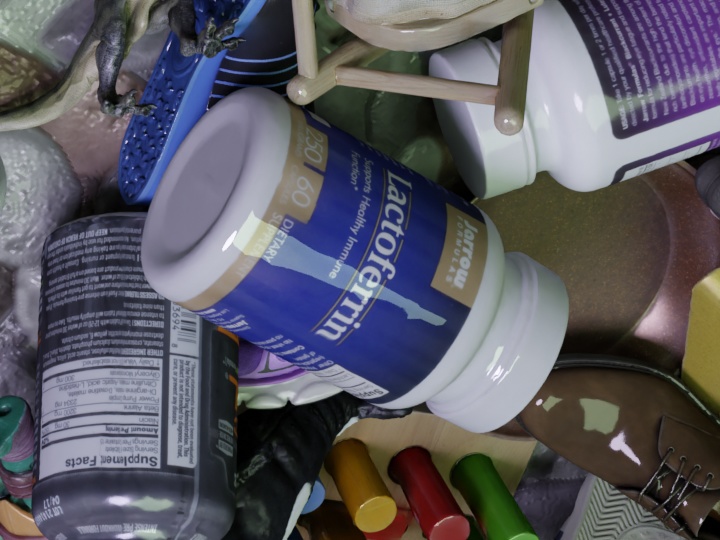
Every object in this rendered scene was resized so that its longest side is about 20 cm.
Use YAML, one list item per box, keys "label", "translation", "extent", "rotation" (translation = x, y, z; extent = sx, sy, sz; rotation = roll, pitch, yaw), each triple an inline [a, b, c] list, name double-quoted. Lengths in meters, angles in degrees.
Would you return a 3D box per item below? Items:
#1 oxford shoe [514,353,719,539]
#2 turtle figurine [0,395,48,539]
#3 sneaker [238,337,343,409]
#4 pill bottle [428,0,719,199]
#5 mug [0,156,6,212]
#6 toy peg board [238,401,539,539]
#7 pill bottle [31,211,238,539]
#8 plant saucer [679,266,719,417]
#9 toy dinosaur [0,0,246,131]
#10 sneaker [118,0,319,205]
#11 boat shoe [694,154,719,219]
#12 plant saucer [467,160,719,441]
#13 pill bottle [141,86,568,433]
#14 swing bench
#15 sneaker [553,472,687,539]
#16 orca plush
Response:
- label: "oxford shoe"
  translation: [0.177, 0.108, 1.568]
  extent: [0.200, 0.084, 0.073]
  rotation: [24, 112, -15]
- label: "turtle figurine"
  translation: [-0.185, 0.146, 1.494]
  extent: [0.149, 0.101, 0.200]
  rotation: [0, 132, 28]
- label: "sneaker"
  translation: [-0.016, 0.022, 1.489]
  extent: [0.199, 0.081, 0.084]
  rotation: [-12, 102, 3]
- label: "pill bottle"
  translation: [0.143, -0.108, 1.449]
  extent: [0.200, 0.111, 0.112]
  rotation: [-19, 127, -10]
- label: "mug"
  translation: [-0.262, -0.058, 1.273]
  extent: [0.200, 0.175, 0.148]
  rotation: [9, 118, -27]
- label: "toy peg board"
  translation: [-0.002, 0.180, 1.588]
  extent: [0.199, 0.098, 0.200]
  rotation: [8, 118, -27]
- label: "pill bottle"
  translation: [-0.116, 0.079, 1.401]
  extent: [0.106, 0.201, 0.106]
  rotation: [0, 162, 0]
- label: "plant saucer"
  translation: [0.285, 0.022, 1.575]
  extent: [0.200, 0.049, 0.200]
  rotation: [-25, 156, -8]
- label: "toy dinosaur"
  translation: [-0.111, -0.121, 1.352]
  extent: [0.047, 0.088, 0.200]
  rotation: [24, 111, -47]
- label: "sneaker"
  translation: [-0.053, -0.110, 1.398]
  extent: [0.078, 0.070, 0.200]
  rotation: [12, 123, -30]
- label: "boat shoe"
  translation: [0.266, -0.043, 1.572]
  extent: [0.200, 0.057, 0.067]
  rotation: [1, 121, -50]
- label: "plant saucer"
  translation: [0.116, 0.006, 1.561]
  extent: [0.200, 0.037, 0.201]
  rotation: [-11, 125, -15]
- label: "pill bottle"
  translation: [0.000, 0.000, 1.369]
  extent: [0.200, 0.116, 0.116]
  rotation: [28, 108, -26]
- label: "swing bench"
  translation: [0.052, -0.204, 1.320]
  extent: [0.129, 0.200, 0.199]
  rotation: [10, 126, 21]
- label: "sneaker"
  translation: [0.139, 0.174, 1.621]
  extent: [0.075, 0.200, 0.085]
  rotation: [40, 135, 4]
- label: "orca plush"
  translation: [-0.047, 0.115, 1.470]
  extent: [0.200, 0.105, 0.071]
  rotation: [-30, 168, -28]
